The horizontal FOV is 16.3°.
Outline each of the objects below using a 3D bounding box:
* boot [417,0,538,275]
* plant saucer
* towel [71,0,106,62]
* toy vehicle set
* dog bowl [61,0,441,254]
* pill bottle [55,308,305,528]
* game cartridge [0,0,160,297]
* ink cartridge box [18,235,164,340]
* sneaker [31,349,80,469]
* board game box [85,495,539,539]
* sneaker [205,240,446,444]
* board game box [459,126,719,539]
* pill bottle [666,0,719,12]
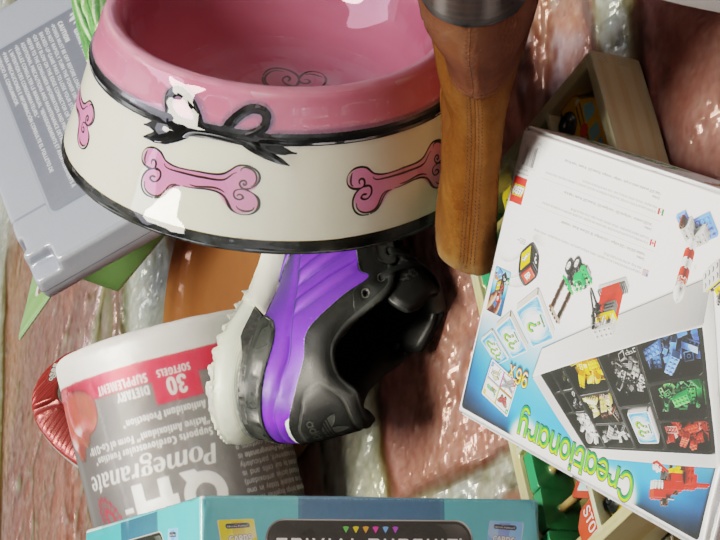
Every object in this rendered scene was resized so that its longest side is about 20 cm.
[{"bbox_3d":[0.061,-0.128,1.065,0.201,0.068,0.189,84,-173,-55],"label":"boot"},{"bbox_3d":[-0.063,0.016,1.390,0.200,0.037,0.202,-28,58,58],"label":"plant saucer"},{"bbox_3d":[-0.099,-0.156,1.380,0.023,0.152,0.201,-57,36,33],"label":"towel"},{"bbox_3d":[0.099,0.023,1.074,0.124,0.026,0.201,-53,39,45],"label":"toy vehicle set"},{"bbox_3d":[-0.039,-0.087,1.174,0.200,0.199,0.074,-125,34,-54],"label":"dog bowl"},{"bbox_3d":[-0.080,0.128,1.280,0.111,0.110,0.201,-24,79,59],"label":"pill bottle"},{"bbox_3d":[-0.150,-0.089,1.424,0.133,0.041,0.201,-31,51,6],"label":"game cartridge"},{"bbox_3d":[-0.142,-0.057,1.493,0.104,0.059,0.201,-44,31,52],"label":"ink cartridge box"},{"bbox_3d":[-0.099,0.136,1.413,0.078,0.116,0.200,-35,65,1],"label":"sneaker"},{"bbox_3d":[-0.027,0.131,1.126,0.200,0.150,0.047,153,117,-68],"label":"board game box"},{"bbox_3d":[0.000,0.001,1.242,0.099,0.070,0.201,1,58,26],"label":"sneaker"},{"bbox_3d":[0.109,0.022,0.983,0.200,0.034,0.127,27,106,62],"label":"board game box"},{"bbox_3d":[0.157,-0.196,0.921,0.114,0.113,0.202,14,95,63],"label":"pill bottle"}]
